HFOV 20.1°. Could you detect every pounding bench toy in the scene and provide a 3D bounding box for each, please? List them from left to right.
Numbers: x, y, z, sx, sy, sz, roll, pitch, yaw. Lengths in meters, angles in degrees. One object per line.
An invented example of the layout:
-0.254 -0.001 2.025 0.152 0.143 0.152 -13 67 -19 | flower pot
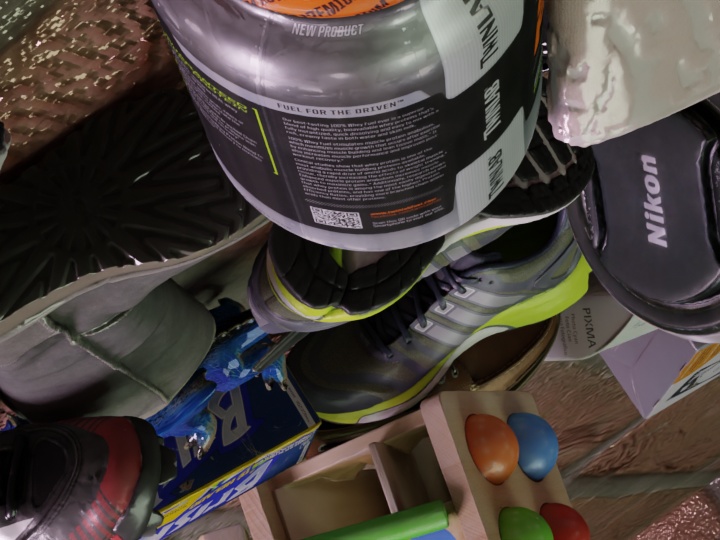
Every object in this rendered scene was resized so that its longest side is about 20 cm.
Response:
0.024 0.146 1.116 0.156 0.125 0.200 -26 165 25 | pounding bench toy

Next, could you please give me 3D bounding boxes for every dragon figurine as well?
-0.089 0.048 0.968 0.200 0.059 0.099 -40 163 25 | dragon figurine

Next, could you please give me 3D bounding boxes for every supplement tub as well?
-0.003 -0.090 0.634 0.122 0.123 0.200 -32 164 -5 | supplement tub

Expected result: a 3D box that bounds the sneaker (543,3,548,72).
0.100 -0.099 0.821 0.200 0.112 0.073 -44 160 31 | sneaker

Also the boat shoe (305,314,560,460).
0.038 0.064 1.232 0.199 0.072 0.068 -32 165 -8 | boat shoe

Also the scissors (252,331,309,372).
0.000 0.000 0.993 0.073 0.014 0.200 -55 169 20 | scissors

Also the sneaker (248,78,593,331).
0.024 -0.031 0.933 0.199 0.074 0.081 -27 178 -33 | sneaker

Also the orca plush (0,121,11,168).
-0.195 0.009 0.701 0.200 0.071 0.106 -45 -155 45 | orca plush

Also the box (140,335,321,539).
-0.123 0.107 1.050 0.199 0.070 0.064 -28 165 -19 | box

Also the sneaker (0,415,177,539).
-0.172 0.101 0.875 0.200 0.071 0.098 -18 148 33 | sneaker

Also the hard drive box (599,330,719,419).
0.297 0.014 1.578 0.199 0.077 0.156 -29 163 -17 | hard drive box

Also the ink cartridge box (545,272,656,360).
0.209 0.020 1.308 0.199 0.048 0.160 -1 -169 45 | ink cartridge box

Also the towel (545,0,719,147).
0.137 -0.162 0.699 0.190 0.032 0.201 -26 128 -28 | towel

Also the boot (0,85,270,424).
-0.088 0.008 0.838 0.181 0.073 0.200 -21 158 5 | boot

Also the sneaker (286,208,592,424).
0.041 0.011 1.122 0.200 0.074 0.081 -33 149 -13 | sneaker

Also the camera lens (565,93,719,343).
0.216 -0.060 1.066 0.199 0.160 0.160 -20 159 -39 | camera lens
